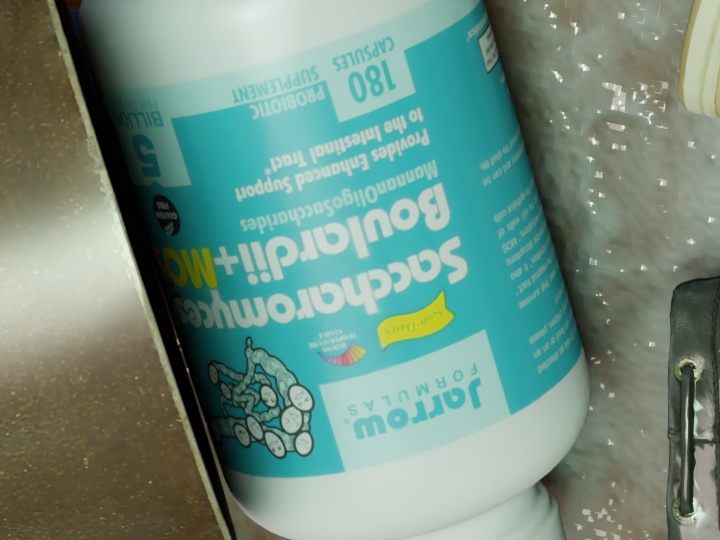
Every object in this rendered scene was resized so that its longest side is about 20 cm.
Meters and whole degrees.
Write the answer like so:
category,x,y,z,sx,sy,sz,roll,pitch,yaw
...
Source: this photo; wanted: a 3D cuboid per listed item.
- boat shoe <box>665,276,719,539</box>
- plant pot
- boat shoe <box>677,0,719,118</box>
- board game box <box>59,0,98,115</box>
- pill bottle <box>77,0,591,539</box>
category,x,y,z,sx,sy,sz,roll,pitch,yaw
boat shoe,0.111,0.094,0.810,0.066,0.072,0.201,12,112,25
plant pot,-0.154,0.019,0.737,0.199,0.187,0.187,-18,105,-3
boat shoe,0.148,-0.111,0.703,0.069,0.074,0.200,34,119,13
board game box,-0.141,-0.113,0.790,0.037,0.151,0.201,45,134,53
pill bottle,0.000,0.000,0.790,0.111,0.111,0.201,-10,107,26
